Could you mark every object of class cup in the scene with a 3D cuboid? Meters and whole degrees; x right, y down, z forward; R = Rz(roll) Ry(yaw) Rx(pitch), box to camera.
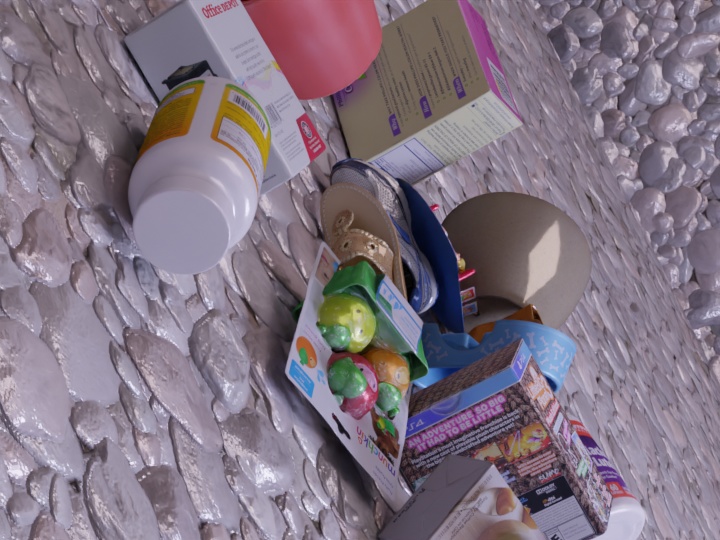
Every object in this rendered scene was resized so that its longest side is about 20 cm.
[{"bbox_3d":[0.175,0.025,2.055,0.200,0.200,0.143,53,34,-24],"label":"cup"}]

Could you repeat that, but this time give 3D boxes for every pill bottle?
[{"bbox_3d":[-0.141,-0.080,1.453,0.111,0.111,0.200,54,20,-23],"label":"pill bottle"},{"bbox_3d":[0.227,0.233,1.908,0.111,0.111,0.200,37,15,-51],"label":"pill bottle"}]

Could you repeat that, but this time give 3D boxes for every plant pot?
[{"bbox_3d":[-0.073,-0.299,1.858,0.201,0.200,0.177,-99,164,-45],"label":"plant pot"}]

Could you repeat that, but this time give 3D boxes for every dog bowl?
[{"bbox_3d":[0.137,0.100,1.826,0.111,0.200,0.050,40,55,-48],"label":"dog bowl"}]

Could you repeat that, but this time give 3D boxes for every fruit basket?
[{"bbox_3d":[0.001,0.093,1.620,0.185,0.094,0.200,52,24,-27],"label":"fruit basket"}]

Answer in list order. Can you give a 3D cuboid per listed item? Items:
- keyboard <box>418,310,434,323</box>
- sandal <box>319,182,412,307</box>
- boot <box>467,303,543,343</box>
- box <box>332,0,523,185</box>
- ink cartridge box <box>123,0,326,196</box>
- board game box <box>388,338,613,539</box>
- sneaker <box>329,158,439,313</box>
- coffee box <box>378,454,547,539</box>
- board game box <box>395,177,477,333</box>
[{"bbox_3d":[0.039,-0.007,1.989,0.200,0.011,0.056,63,18,3],"label":"keyboard"},{"bbox_3d":[0.005,-0.002,1.786,0.070,0.077,0.212,16,53,-73],"label":"sandal"},{"bbox_3d":[0.160,0.127,1.906,0.071,0.144,0.201,48,23,-34],"label":"boot"},{"bbox_3d":[0.076,-0.222,2.091,0.097,0.200,0.176,37,30,-52],"label":"box"},{"bbox_3d":[-0.131,-0.175,1.658,0.200,0.083,0.146,59,19,-7],"label":"ink cartridge box"},{"bbox_3d":[0.143,0.202,1.731,0.200,0.159,0.097,60,18,-6],"label":"board game box"},{"bbox_3d":[0.025,-0.035,1.894,0.200,0.077,0.085,59,23,-7],"label":"sneaker"},{"bbox_3d":[0.124,0.289,1.603,0.114,0.080,0.200,-46,114,-24],"label":"coffee box"},{"bbox_3d":[0.094,-0.024,1.954,0.158,0.039,0.200,53,-19,41],"label":"board game box"}]
